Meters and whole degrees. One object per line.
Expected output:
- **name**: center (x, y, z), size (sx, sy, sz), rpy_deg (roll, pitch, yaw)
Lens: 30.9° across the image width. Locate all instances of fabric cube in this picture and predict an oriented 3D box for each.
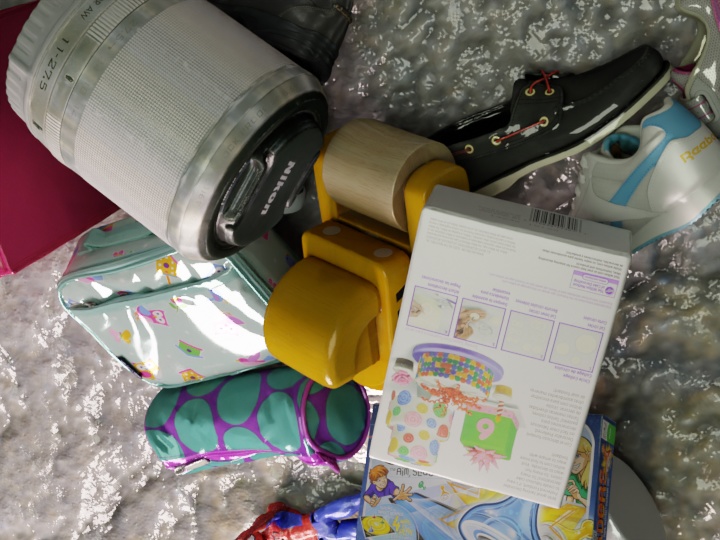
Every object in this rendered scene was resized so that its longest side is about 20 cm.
- **fabric cube**: center (-0.352, -0.094, 1.092), size (0.198, 0.196, 0.201), rpy_deg (-14, 103, 25)

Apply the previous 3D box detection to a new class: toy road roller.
- **toy road roller**: center (0.000, 0.000, 0.990), size (0.123, 0.146, 0.201), rpy_deg (24, 131, 41)

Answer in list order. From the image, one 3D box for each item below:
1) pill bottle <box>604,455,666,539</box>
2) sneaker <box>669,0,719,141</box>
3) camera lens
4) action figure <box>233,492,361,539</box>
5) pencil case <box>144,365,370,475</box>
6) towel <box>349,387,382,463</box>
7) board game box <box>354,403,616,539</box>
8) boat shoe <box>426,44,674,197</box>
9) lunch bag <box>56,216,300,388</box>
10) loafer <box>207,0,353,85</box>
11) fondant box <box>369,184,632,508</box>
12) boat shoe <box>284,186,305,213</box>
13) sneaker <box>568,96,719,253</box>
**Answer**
- **pill bottle**: center (0.143, 0.237, 1.073), size (0.200, 0.116, 0.117), rpy_deg (-36, 94, 27)
- **sneaker**: center (0.262, -0.120, 0.909), size (0.088, 0.081, 0.201), rpy_deg (-8, 99, 7)
- **camera lens**: center (-0.136, -0.116, 0.953), size (0.200, 0.160, 0.160), rpy_deg (36, 118, 13)
- **action figure**: center (-0.033, 0.234, 1.152), size (0.199, 0.099, 0.066), rpy_deg (-18, 101, 28)
- **pencil case**: center (-0.090, 0.130, 1.115), size (0.199, 0.093, 0.085), rpy_deg (-12, 143, 39)
- **towel**: center (0.055, 0.099, 1.101), size (0.199, 0.034, 0.133), rpy_deg (-6, 108, 22)
- **board game box**: center (0.095, 0.177, 1.023), size (0.199, 0.034, 0.136), rpy_deg (-1, 72, 29)
- **boat shoe**: center (0.135, -0.114, 0.968), size (0.201, 0.074, 0.063), rpy_deg (-27, 107, 31)
- **lunch bag**: center (-0.148, 0.019, 1.086), size (0.199, 0.077, 0.160), rpy_deg (-15, 134, 30)
- **loafer**: center (-0.095, -0.213, 1.033), size (0.199, 0.073, 0.073), rpy_deg (26, 78, 17)
- **fondant box**: center (0.097, 0.054, 0.923), size (0.144, 0.058, 0.201), rpy_deg (14, 111, 6)
- **boat shoe**: center (-0.130, -0.119, 1.068), size (0.199, 0.071, 0.091), rpy_deg (23, 117, 12)
- **sneaker**: center (0.191, -0.056, 0.942), size (0.081, 0.076, 0.200), rpy_deg (53, 148, 1)
